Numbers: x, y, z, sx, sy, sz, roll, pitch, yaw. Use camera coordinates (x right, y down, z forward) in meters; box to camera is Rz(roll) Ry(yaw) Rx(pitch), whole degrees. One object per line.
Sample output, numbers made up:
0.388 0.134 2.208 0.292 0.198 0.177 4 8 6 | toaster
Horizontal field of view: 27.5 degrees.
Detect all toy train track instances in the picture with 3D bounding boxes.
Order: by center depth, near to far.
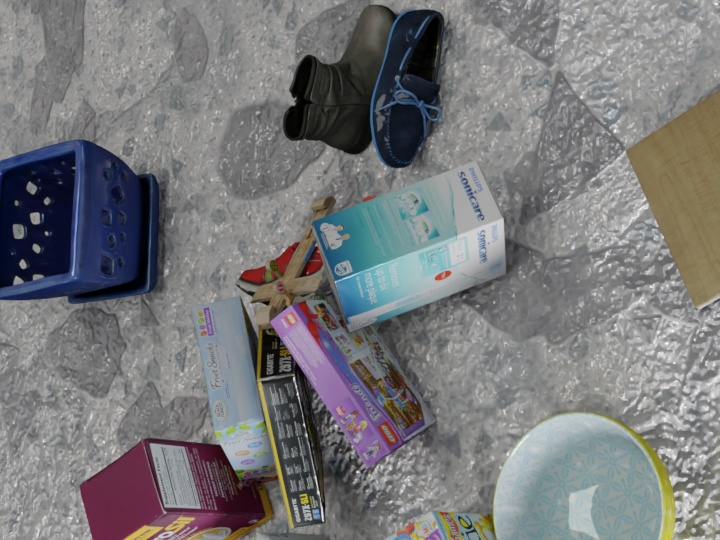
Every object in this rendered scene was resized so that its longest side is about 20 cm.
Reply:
-0.082 -0.018 1.770 0.114 0.033 0.200 -11 43 43 | toy train track

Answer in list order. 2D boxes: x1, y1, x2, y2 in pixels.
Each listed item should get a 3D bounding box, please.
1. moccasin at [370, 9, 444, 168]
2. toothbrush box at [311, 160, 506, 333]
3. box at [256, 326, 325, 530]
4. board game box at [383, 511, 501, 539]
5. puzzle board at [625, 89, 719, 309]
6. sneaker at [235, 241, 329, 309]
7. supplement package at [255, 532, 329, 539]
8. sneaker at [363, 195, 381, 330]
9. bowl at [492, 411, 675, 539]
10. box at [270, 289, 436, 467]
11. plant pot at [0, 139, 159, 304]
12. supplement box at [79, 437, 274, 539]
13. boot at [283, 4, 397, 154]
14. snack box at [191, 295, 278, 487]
0.059 -0.226 1.792 0.068 0.080 0.201 -2 80 50 | moccasin
0.058 -0.025 1.660 0.199 0.147 0.085 -21 64 -4 | toothbrush box
-0.081 0.177 1.733 0.049 0.160 0.201 -9 113 3 | box
0.113 0.325 1.563 0.103 0.200 0.105 -36 61 28 | board game box
0.380 -0.081 1.550 0.151 0.017 0.201 -33 63 28 | puzzle board
-0.087 0.005 1.861 0.200 0.077 0.085 -3 60 58 | sneaker
-0.035 0.400 1.721 0.200 0.117 0.117 24 95 40 | supplement package
0.000 0.000 1.812 0.201 0.075 0.085 -65 29 16 | sneaker
0.248 0.249 1.529 0.200 0.108 0.201 -8 76 37 | bowl
-0.006 0.118 1.700 0.039 0.137 0.200 -38 82 26 | box
-0.393 -0.055 2.059 0.199 0.180 0.201 -9 75 37 | plant pot
-0.228 0.288 1.845 0.131 0.200 0.103 -35 61 29 | supplement box
-0.023 -0.247 1.832 0.068 0.130 0.201 14 90 39 | boot
-0.145 0.150 1.799 0.067 0.200 0.169 -13 62 -1 | snack box
